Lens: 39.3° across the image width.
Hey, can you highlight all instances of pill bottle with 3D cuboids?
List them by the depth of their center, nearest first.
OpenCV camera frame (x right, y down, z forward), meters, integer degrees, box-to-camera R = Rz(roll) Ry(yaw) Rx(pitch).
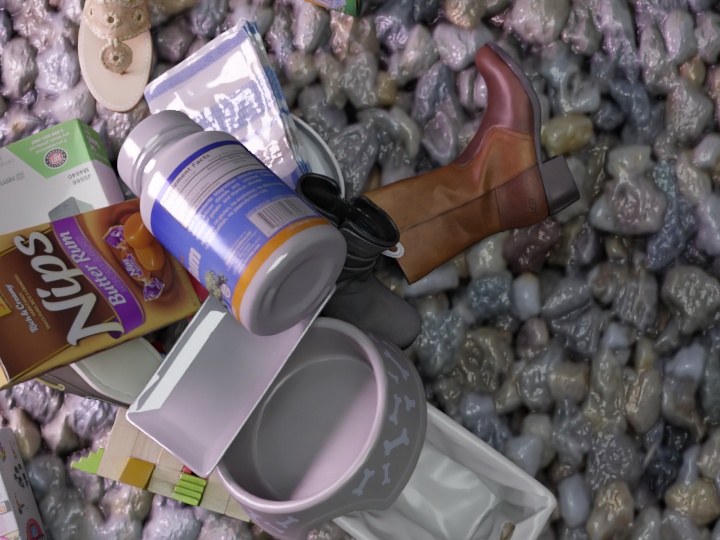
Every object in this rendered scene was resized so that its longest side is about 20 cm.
[{"bbox_3d":[-0.115,-0.047,0.855,0.200,0.112,0.112,42,86,24],"label":"pill bottle"}]

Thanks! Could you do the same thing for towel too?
[{"bbox_3d":[-0.129,-0.126,0.985,0.146,0.024,0.201,-26,79,24],"label":"towel"}]

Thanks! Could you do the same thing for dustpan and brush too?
[{"bbox_3d":[-0.045,-0.064,0.997,0.199,0.057,0.140,30,86,2],"label":"dustpan and brush"}]

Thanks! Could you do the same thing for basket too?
[{"bbox_3d":[0.060,0.205,0.948,0.200,0.123,0.136,35,86,1],"label":"basket"}]

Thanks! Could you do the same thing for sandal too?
[{"bbox_3d":[-0.248,-0.270,1.007,0.077,0.070,0.213,5,86,0],"label":"sandal"}]

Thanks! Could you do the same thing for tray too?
[{"bbox_3d":[-0.111,0.074,0.887,0.107,0.022,0.201,29,79,30],"label":"tray"}]

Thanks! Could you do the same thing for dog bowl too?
[{"bbox_3d":[-0.044,0.131,0.873,0.199,0.059,0.201,-15,55,23],"label":"dog bowl"}]

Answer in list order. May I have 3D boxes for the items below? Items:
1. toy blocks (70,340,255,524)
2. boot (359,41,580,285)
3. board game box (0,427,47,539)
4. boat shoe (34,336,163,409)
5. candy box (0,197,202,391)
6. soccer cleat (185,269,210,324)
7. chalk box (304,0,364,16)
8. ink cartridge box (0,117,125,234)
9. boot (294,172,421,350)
[{"bbox_3d":[-0.157,0.154,0.973,0.199,0.100,0.137,18,75,-1],"label":"toy blocks"},{"bbox_3d":[0.093,-0.109,1.015,0.199,0.068,0.189,-24,94,5],"label":"boot"},{"bbox_3d":[-0.384,0.271,0.969,0.147,0.064,0.201,-19,85,-1],"label":"board game box"},{"bbox_3d":[-0.264,0.073,0.906,0.201,0.060,0.072,31,45,-21],"label":"boat shoe"},{"bbox_3d":[-0.245,0.017,0.863,0.199,0.056,0.117,-23,88,-44],"label":"candy box"},{"bbox_3d":[-0.160,0.013,0.979,0.066,0.076,0.201,-30,87,-22],"label":"soccer cleat"},{"bbox_3d":[-0.034,-0.336,0.987,0.199,0.124,0.125,18,85,2],"label":"chalk box"},{"bbox_3d":[-0.294,-0.024,0.980,0.145,0.084,0.201,-23,87,-2],"label":"ink cartridge box"},{"bbox_3d":[0.000,0.000,0.936,0.199,0.132,0.070,28,49,-21],"label":"boot"}]
